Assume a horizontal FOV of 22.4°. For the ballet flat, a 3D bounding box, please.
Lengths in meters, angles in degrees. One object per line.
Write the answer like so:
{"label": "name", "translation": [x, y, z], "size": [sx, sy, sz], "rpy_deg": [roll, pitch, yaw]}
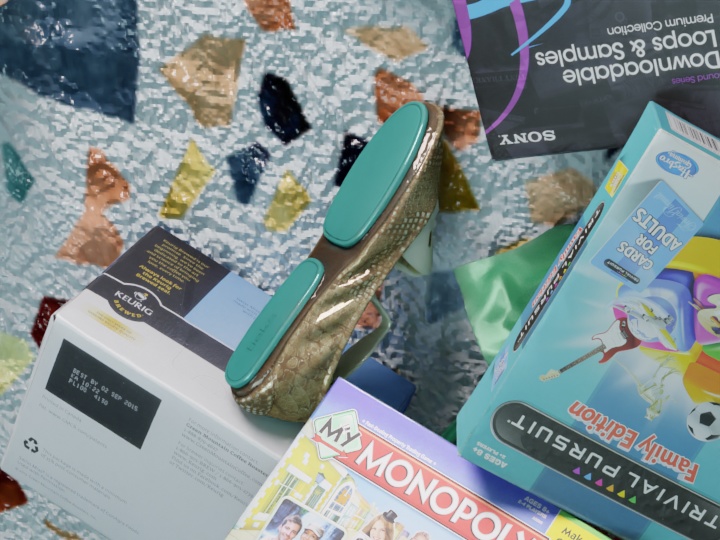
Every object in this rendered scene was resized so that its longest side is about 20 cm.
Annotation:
{"label": "ballet flat", "translation": [0.000, 0.000, 1.028], "size": [0.065, 0.071, 0.201], "rpy_deg": [33, 94, -26]}

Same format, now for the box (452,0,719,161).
{"label": "box", "translation": [0.111, -0.156, 0.902], "size": [0.142, 0.036, 0.202], "rpy_deg": [-4, 116, 28]}

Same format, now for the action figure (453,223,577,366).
{"label": "action figure", "translation": [0.155, 0.004, 0.977], "size": [0.199, 0.055, 0.119], "rpy_deg": [-31, 66, 22]}

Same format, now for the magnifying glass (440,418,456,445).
{"label": "magnifying glass", "translation": [0.029, 0.145, 1.121], "size": [0.022, 0.080, 0.200], "rpy_deg": [30, 138, -14]}

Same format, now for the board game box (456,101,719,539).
{"label": "board game box", "translation": [0.161, 0.040, 0.921], "size": [0.150, 0.047, 0.201], "rpy_deg": [27, 111, -8]}

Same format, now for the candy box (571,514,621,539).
{"label": "candy box", "translation": [0.179, 0.169, 1.053], "size": [0.200, 0.077, 0.169], "rpy_deg": [43, 125, -3]}

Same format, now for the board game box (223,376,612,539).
{"label": "board game box", "translation": [0.032, 0.160, 0.956], "size": [0.199, 0.135, 0.029], "rpy_deg": [29, 163, 24]}

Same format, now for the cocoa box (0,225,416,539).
{"label": "cocoa box", "translation": [-0.092, 0.095, 1.107], "size": [0.199, 0.131, 0.134], "rpy_deg": [31, 124, 7]}

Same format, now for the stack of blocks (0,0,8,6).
{"label": "stack of blocks", "translation": [-0.286, -0.222, 1.039], "size": [0.058, 0.115, 0.201], "rpy_deg": [-20, 107, 32]}
